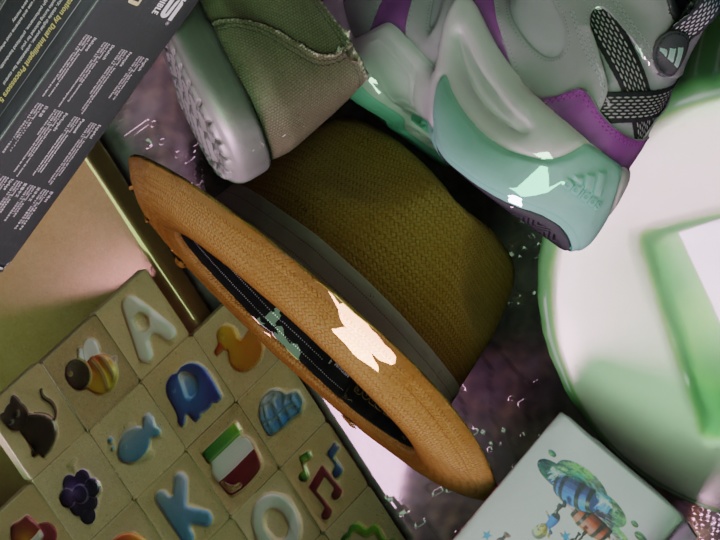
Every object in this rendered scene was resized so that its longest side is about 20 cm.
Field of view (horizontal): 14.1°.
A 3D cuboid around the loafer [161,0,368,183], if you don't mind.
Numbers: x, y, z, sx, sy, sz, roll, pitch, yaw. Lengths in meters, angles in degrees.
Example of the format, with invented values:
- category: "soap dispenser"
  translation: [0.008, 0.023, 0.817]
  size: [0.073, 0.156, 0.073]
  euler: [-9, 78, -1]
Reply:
- category: "loafer"
  translation: [-0.053, -0.121, 1.053]
  size: [0.069, 0.201, 0.075]
  euler: [-20, 152, -7]

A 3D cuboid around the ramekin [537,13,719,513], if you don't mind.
- category: "ramekin"
  translation: [0.159, -0.005, 1.073]
  size: [0.199, 0.098, 0.201]
  euler: [5, 115, 12]

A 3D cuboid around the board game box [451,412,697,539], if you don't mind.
- category: "board game box"
  translation: [0.040, 0.155, 1.101]
  size: [0.064, 0.148, 0.200]
  euler: [39, 88, 13]

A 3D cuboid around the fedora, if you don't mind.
- category: "fedora"
  translation: [0.000, 0.000, 1.092]
  size: [0.201, 0.201, 0.082]
  euler: [43, 83, -7]

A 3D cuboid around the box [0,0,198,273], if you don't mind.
- category: "box"
  translation: [-0.123, -0.127, 1.020]
  size: [0.200, 0.043, 0.160]
  euler: [-53, 55, 14]

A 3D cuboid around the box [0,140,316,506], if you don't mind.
- category: "box"
  translation: [-0.134, 0.042, 1.210]
  size: [0.163, 0.021, 0.201]
  euler: [-27, 105, 23]

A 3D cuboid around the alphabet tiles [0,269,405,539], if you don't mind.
- category: "alphabet tiles"
  translation: [-0.063, 0.108, 1.151]
  size: [0.006, 0.166, 0.201]
  euler: [-16, 112, 49]

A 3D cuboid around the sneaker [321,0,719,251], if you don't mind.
- category: "sneaker"
  translation: [0.060, -0.102, 1.045]
  size: [0.078, 0.200, 0.140]
  euler: [34, 93, -42]
